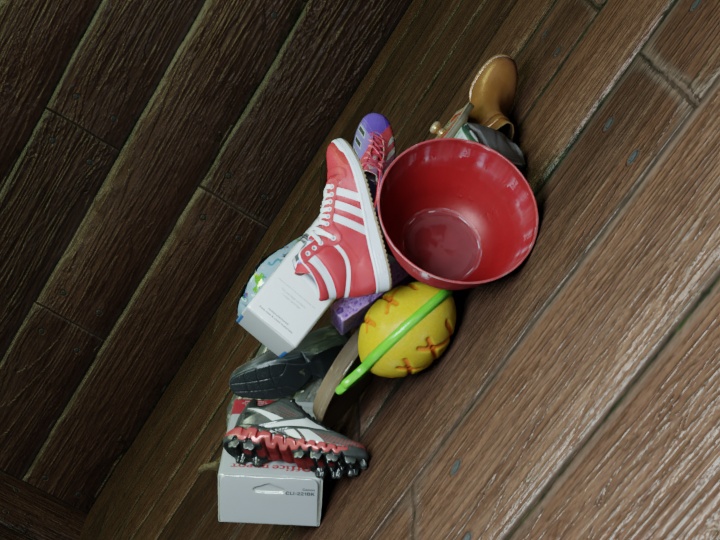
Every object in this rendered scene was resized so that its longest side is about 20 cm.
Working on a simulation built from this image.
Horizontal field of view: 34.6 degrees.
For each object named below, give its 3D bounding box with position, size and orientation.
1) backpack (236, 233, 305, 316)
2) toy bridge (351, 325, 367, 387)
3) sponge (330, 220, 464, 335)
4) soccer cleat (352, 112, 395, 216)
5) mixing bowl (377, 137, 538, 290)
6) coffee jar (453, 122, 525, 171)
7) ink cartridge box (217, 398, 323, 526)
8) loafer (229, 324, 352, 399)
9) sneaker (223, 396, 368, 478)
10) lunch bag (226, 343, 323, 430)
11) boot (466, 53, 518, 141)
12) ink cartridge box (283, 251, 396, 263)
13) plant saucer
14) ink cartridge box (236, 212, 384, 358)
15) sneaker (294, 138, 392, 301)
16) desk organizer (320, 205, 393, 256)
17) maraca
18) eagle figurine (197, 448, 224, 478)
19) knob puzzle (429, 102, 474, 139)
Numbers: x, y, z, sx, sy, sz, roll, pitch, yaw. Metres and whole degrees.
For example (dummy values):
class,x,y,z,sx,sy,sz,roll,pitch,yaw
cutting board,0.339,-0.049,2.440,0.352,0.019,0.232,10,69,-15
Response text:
class,x,y,z,sx,sy,sz,roll,pitch,yaw
backpack,-0.109,0.029,1.841,0.200,0.154,0.163,-11,-39,-50
toy bridge,-0.016,0.117,1.814,0.027,0.067,0.200,-54,13,25
sponge,0.048,0.012,1.550,0.200,0.030,0.112,-35,-11,-8
soccer cleat,0.017,-0.156,1.737,0.073,0.068,0.201,104,177,-68
mixing bowl,0.112,-0.053,1.443,0.108,0.199,0.201,109,-175,-64
coffee jar,0.135,-0.105,1.621,0.200,0.104,0.086,-53,47,30
ink cartridge box,-0.122,0.272,1.654,0.200,0.143,0.084,-87,0,-66
loafer,-0.102,0.137,1.739,0.072,0.199,0.073,-111,7,-56
sneaker,-0.081,0.220,1.559,0.071,0.199,0.098,80,-158,-51
lunch bag,-0.122,0.212,1.848,0.201,0.139,0.168,-60,11,5
boot,0.196,-0.230,1.733,0.201,0.076,0.155,-61,10,5
ink cartridge box,0.000,0.000,1.706,0.041,0.199,0.200,-62,13,-14
plant saucer,-0.009,0.138,1.638,0.200,0.029,0.200,-54,-12,-17
ink cartridge box,-0.064,0.007,1.507,0.200,0.084,0.145,-51,3,-15
sneaker,-0.039,-0.059,1.414,0.071,0.112,0.201,112,144,-74
desk organizer,0.018,-0.077,1.861,0.077,0.072,0.200,-58,-30,-11
maraca,0.044,0.091,1.494,0.200,0.107,0.137,-44,-10,18
eagle figurine,-0.172,0.282,2.006,0.151,0.152,0.200,16,35,38
knob puzzle,0.093,-0.174,1.698,0.220,0.030,0.220,-50,4,5
